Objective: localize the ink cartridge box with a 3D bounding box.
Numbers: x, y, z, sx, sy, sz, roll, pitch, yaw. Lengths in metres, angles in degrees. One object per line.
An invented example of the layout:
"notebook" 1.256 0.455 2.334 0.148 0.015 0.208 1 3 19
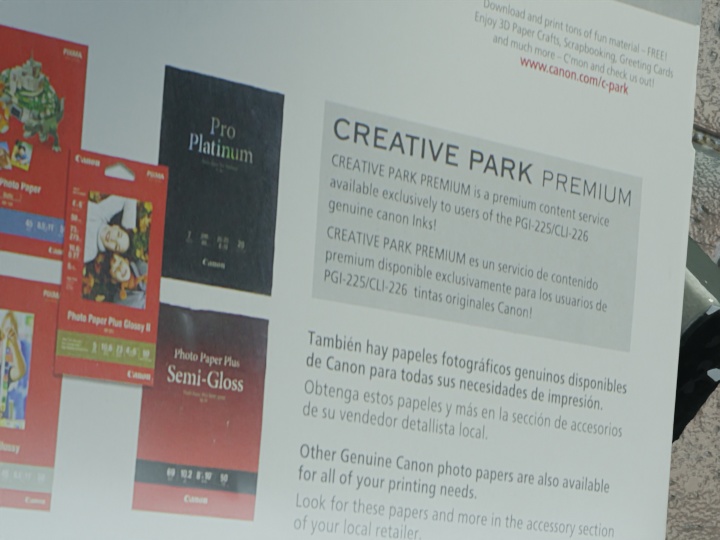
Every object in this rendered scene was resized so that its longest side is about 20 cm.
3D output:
"ink cartridge box" -0.031 0.004 0.499 0.199 0.084 0.177 11 82 -45

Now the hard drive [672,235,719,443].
"hard drive" 0.000 0.000 0.709 0.033 0.200 0.140 11 121 -49
